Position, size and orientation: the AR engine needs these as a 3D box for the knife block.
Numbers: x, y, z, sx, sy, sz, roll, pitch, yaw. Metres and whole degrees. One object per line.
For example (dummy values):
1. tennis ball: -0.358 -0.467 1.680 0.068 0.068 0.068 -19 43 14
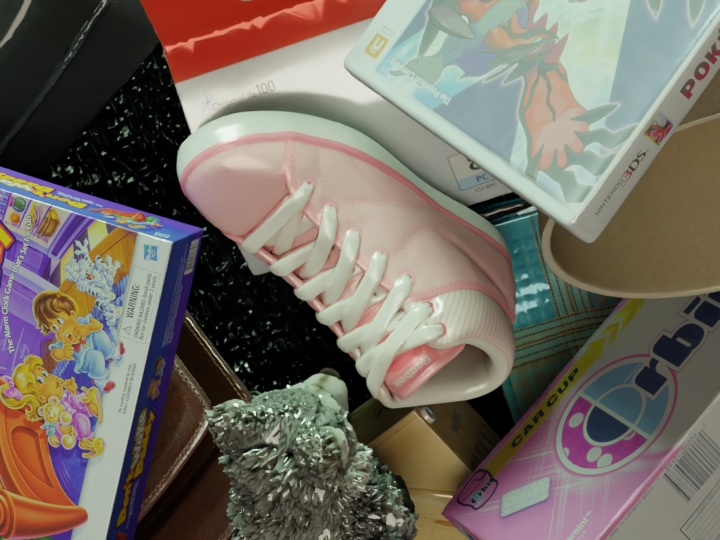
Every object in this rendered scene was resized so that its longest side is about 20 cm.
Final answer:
1. knife block: 0.002 0.141 1.440 0.175 0.064 0.200 -39 104 23

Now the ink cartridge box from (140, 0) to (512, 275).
1. ink cartridge box: -0.013 -0.098 1.321 0.159 0.047 0.201 -17 136 8

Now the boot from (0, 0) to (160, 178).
1. boot: -0.205 -0.098 1.325 0.164 0.066 0.200 23 117 -44

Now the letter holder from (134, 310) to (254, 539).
1. letter holder: -0.155 0.116 1.383 0.200 0.100 0.142 -46 70 18

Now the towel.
1. towel: 0.145 0.043 1.428 0.146 0.022 0.201 -16 110 7

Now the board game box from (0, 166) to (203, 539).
1. board game box: -0.165 0.059 1.300 0.133 0.045 0.202 17 103 14

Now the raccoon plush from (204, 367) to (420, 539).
1. raccoon plush: -0.029 0.150 1.284 0.096 0.134 0.202 -4 74 13

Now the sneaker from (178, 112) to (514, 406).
1. sneaker: 0.000 0.000 1.305 0.199 0.105 0.075 26 130 -32

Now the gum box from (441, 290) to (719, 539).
1. gum box: 0.149 0.083 1.335 0.200 0.113 0.066 -49 122 -5

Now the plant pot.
1. plant pot: 0.156 -0.118 1.266 0.186 0.201 0.188 -9 154 -5

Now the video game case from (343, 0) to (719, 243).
1. video game case: 0.097 -0.128 1.195 0.023 0.200 0.183 34 93 -40
